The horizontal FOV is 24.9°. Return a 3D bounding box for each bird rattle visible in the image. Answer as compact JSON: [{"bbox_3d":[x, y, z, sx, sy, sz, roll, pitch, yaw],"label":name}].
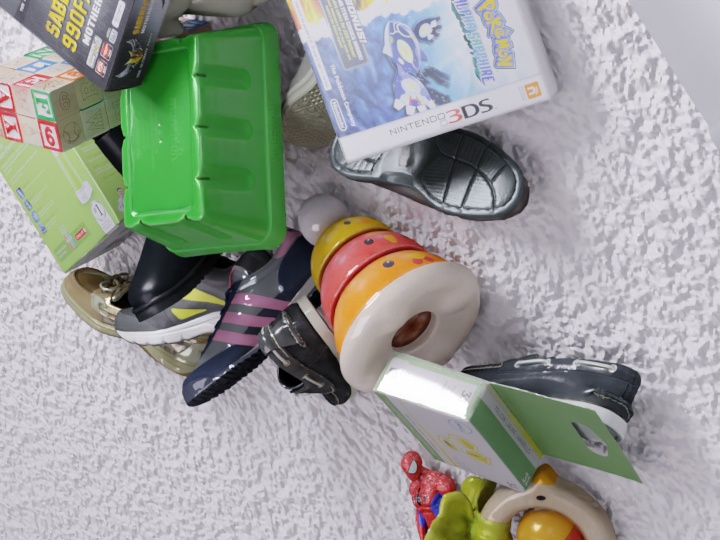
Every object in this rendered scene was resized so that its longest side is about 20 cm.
[{"bbox_3d":[0.160,0.264,1.482,0.200,0.113,0.163,49,122,6],"label":"bird rattle"}]

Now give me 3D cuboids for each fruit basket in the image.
[{"bbox_3d":[-0.125,-0.115,1.474,0.155,0.216,0.217,-5,111,34],"label":"fruit basket"}]

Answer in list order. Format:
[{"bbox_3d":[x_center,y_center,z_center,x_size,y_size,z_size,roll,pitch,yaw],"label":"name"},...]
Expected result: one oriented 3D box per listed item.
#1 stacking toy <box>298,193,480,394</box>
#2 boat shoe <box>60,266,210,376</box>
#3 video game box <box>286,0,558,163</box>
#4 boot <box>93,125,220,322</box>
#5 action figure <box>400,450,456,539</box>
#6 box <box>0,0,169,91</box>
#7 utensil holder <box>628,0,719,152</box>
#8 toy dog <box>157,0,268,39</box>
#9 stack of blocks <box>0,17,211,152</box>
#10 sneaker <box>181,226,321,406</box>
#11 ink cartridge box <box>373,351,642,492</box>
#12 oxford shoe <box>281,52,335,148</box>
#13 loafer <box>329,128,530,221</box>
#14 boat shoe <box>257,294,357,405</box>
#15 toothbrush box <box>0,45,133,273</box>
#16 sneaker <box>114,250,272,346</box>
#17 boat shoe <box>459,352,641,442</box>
[{"bbox_3d":[0.000,0.000,1.472,0.200,0.146,0.147,49,141,34],"label":"stacking toy"},{"bbox_3d":[-0.236,0.041,1.763,0.199,0.073,0.063,27,125,17],"label":"boat shoe"},{"bbox_3d":[0.040,-0.205,1.294,0.181,0.047,0.201,-17,103,19],"label":"video game box"},{"bbox_3d":[-0.203,-0.064,1.549,0.076,0.200,0.168,-26,107,35],"label":"boot"},{"bbox_3d":[0.087,0.267,1.593,0.065,0.052,0.201,-16,100,52],"label":"action figure"},{"bbox_3d":[-0.221,-0.276,1.364,0.158,0.048,0.201,39,122,23],"label":"box"},{"bbox_3d":[0.251,-0.205,1.050,0.201,0.170,0.170,58,140,5],"label":"utensil holder"},{"bbox_3d":[-0.169,-0.314,1.424,0.193,0.140,0.201,0,114,31],"label":"toy dog"},{"bbox_3d":[-0.244,-0.181,1.527,0.115,0.200,0.059,15,124,40],"label":"stack of blocks"},{"bbox_3d":[-0.111,0.043,1.573,0.082,0.200,0.070,47,-178,12],"label":"sneaker"},{"bbox_3d":[0.126,0.142,1.390,0.199,0.048,0.146,17,159,35],"label":"ink cartridge box"},{"bbox_3d":[-0.023,-0.176,1.425,0.200,0.075,0.058,117,155,-53],"label":"oxford shoe"},{"bbox_3d":[0.067,-0.085,1.397,0.199,0.063,0.072,19,84,35],"label":"loafer"},{"bbox_3d":[-0.051,0.086,1.549,0.072,0.068,0.200,49,173,23],"label":"boat shoe"},{"bbox_3d":[-0.306,-0.121,1.714,0.200,0.086,0.145,56,140,1],"label":"toothbrush box"},{"bbox_3d":[-0.163,0.024,1.656,0.199,0.074,0.085,-10,94,20],"label":"sneaker"},{"bbox_3d":[0.159,0.104,1.410,0.199,0.061,0.076,9,154,45],"label":"boat shoe"}]
